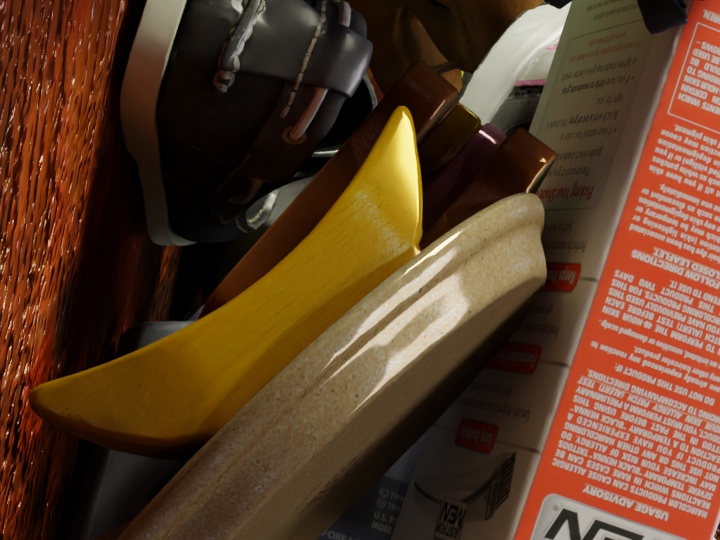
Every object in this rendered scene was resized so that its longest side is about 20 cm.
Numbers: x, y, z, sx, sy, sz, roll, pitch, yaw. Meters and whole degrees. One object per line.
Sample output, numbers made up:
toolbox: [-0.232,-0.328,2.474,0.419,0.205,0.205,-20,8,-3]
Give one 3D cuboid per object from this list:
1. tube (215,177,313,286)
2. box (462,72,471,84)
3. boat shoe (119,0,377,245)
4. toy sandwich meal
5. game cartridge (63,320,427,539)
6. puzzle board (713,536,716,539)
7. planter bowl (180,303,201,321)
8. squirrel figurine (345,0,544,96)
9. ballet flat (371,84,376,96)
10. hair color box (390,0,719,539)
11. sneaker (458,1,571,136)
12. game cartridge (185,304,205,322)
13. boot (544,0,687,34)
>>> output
tube: [-0.035,-0.020,0.978,0.058,0.052,0.200,-34,175,-13]
box: [0.019,0.002,1.139,0.200,0.047,0.193,-75,180,-50]
boat shoe: [-0.030,-0.043,0.737,0.200,0.067,0.072,99,3,-79]
toy sandwich meal: [-0.025,0.027,0.672,0.205,0.070,0.205,-43,171,-9]
game cartridge: [0.005,0.094,0.783,0.042,0.200,0.133,-38,-145,61]
puzzle board: [0.049,0.089,0.925,0.017,0.151,0.200,-36,168,-26]
planter bowl: [-0.049,0.120,0.958,0.200,0.083,0.201,13,90,-88]
squirrel figurine: [0.034,-0.152,0.909,0.187,0.141,0.201,-87,173,-85]
ballet flat: [-0.021,-0.005,1.081,0.067,0.046,0.200,-36,-139,57]
hair color box: [0.080,0.003,0.727,0.111,0.064,0.200,-176,-73,-76]
sneaker: [0.101,-0.059,0.819,0.200,0.086,0.080,-54,149,-18]
game cartridge: [0.000,0.000,0.893,0.130,0.038,0.200,-40,170,17]
boot: [0.048,-0.173,0.656,0.073,0.162,0.199,78,25,-82]
